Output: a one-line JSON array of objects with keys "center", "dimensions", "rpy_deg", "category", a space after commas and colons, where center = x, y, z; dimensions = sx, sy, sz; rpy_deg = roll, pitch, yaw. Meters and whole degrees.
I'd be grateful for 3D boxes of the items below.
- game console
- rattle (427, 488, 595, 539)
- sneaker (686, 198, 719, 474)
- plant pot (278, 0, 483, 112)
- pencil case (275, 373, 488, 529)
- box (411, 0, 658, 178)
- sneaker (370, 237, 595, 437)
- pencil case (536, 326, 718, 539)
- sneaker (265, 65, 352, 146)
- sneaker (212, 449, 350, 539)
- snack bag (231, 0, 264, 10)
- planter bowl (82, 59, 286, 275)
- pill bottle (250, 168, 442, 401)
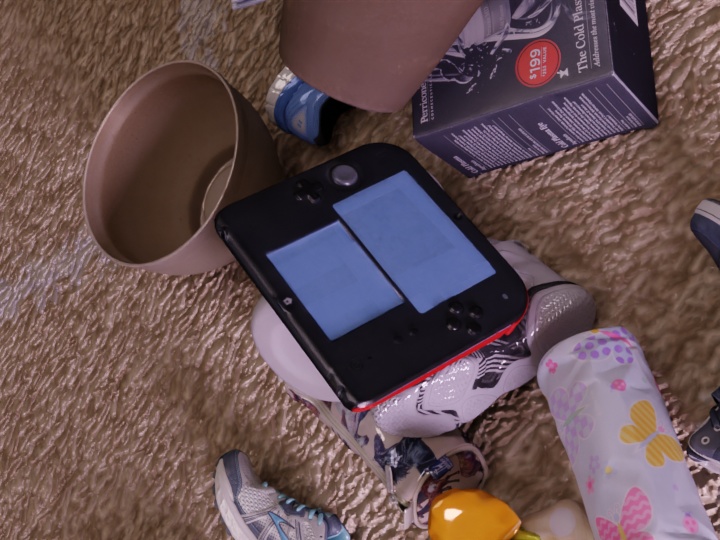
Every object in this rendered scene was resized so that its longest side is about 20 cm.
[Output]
[{"center": [0.011, -0.005, 0.843], "dimensions": [0.201, 0.175, 0.031], "rpy_deg": [50, 147, 27], "category": "game console"}, {"center": [0.137, 0.254, 0.782], "dimensions": [0.128, 0.143, 0.203], "rpy_deg": [-19, 56, 8], "category": "rattle"}, {"center": [0.264, 0.057, 0.791], "dimensions": [0.146, 0.077, 0.203], "rpy_deg": [-43, 56, 13], "category": "sneaker"}, {"center": [0.014, -0.228, 0.882], "dimensions": [0.200, 0.198, 0.177], "rpy_deg": [45, 120, 36], "category": "plant pot"}, {"center": [0.012, 0.125, 0.940], "dimensions": [0.200, 0.088, 0.079], "rpy_deg": [40, 129, 37], "category": "pencil case"}, {"center": [0.140, -0.206, 0.950], "dimensions": [0.180, 0.104, 0.204], "rpy_deg": [-15, 66, 32], "category": "box"}, {"center": [0.079, 0.047, 0.899], "dimensions": [0.198, 0.076, 0.115], "rpy_deg": [-29, 47, -12], "category": "sneaker"}, {"center": [0.187, 0.140, 0.796], "dimensions": [0.091, 0.082, 0.202], "rpy_deg": [114, 152, -47], "category": "pencil case"}, {"center": [-0.003, -0.206, 1.082], "dimensions": [0.089, 0.078, 0.201], "rpy_deg": [38, 100, 22], "category": "sneaker"}, {"center": [-0.054, 0.230, 0.974], "dimensions": [0.086, 0.078, 0.201], "rpy_deg": [-38, 63, 4], "category": "sneaker"}, {"center": [-0.030, -0.352, 1.124], "dimensions": [0.186, 0.021, 0.202], "rpy_deg": [-9, 48, 35], "category": "snack bag"}, {"center": [-0.153, -0.083, 1.099], "dimensions": [0.198, 0.134, 0.204], "rpy_deg": [-13, 67, 32], "category": "planter bowl"}, {"center": [0.000, 0.000, 0.932], "dimensions": [0.111, 0.113, 0.201], "rpy_deg": [-3, 38, 34], "category": "pill bottle"}]
